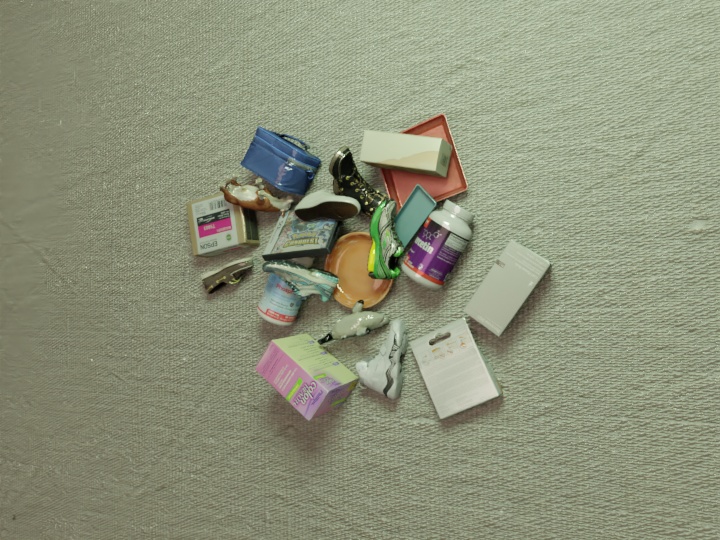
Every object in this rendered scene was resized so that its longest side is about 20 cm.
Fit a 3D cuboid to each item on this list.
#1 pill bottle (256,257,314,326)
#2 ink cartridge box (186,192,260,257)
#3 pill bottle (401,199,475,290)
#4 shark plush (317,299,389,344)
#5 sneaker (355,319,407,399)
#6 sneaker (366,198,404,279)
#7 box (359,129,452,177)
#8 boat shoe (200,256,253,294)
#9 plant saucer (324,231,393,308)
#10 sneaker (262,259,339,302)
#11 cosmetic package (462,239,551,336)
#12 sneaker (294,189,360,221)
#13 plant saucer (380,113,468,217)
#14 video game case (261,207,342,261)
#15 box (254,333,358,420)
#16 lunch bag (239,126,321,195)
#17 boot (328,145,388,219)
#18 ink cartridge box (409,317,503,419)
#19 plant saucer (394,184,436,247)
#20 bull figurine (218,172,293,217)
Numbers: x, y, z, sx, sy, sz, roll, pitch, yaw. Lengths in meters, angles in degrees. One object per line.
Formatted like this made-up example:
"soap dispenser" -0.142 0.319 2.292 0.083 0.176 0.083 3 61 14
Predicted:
"pill bottle" -0.199 0.041 1.452 0.108 0.109 0.201 27 101 23
"ink cartridge box" -0.404 -0.138 1.568 0.199 0.075 0.166 -12 84 23
"pill bottle" 0.188 -0.062 1.270 0.112 0.112 0.201 33 103 21
"shark plush" -0.024 0.162 1.386 0.200 0.083 0.091 -37 59 19
"sneaker" 0.052 0.218 1.352 0.114 0.075 0.201 8 96 22
"sneaker" 0.073 -0.075 1.305 0.085 0.078 0.201 8 100 32
"box" 0.108 -0.281 1.281 0.199 0.095 0.078 13 96 26
"boat shoe" -0.384 0.014 1.561 0.199 0.072 0.060 -21 87 27
"plant saucer" 0.000 0.000 1.399 0.199 0.037 0.201 0 89 24
"sneaker" -0.156 0.030 1.361 0.199 0.078 0.087 16 96 -15
"cosmetic package" 0.333 0.040 1.217 0.107 0.090 0.200 34 100 18
"sneaker" -0.078 -0.179 1.373 0.199 0.073 0.085 3 50 34
"plant saucer" 0.151 -0.257 1.331 0.199 0.037 0.201 -20 81 24
"video game case" -0.146 -0.106 1.413 0.199 0.026 0.181 -5 46 25
"box" -0.137 0.268 1.385 0.200 0.176 0.097 37 104 20
"lunch bag" -0.206 -0.299 1.442 0.200 0.136 0.133 32 103 22
"boot" -0.002 -0.210 1.330 0.150 0.200 0.073 40 70 15
"ink cartridge box" 0.228 0.237 1.294 0.162 0.050 0.201 -29 70 23
"plant saucer" 0.117 -0.118 1.315 0.070 0.019 0.200 50 132 18
"bull figurine" -0.285 -0.202 1.446 0.199 0.122 0.065 8 66 8
